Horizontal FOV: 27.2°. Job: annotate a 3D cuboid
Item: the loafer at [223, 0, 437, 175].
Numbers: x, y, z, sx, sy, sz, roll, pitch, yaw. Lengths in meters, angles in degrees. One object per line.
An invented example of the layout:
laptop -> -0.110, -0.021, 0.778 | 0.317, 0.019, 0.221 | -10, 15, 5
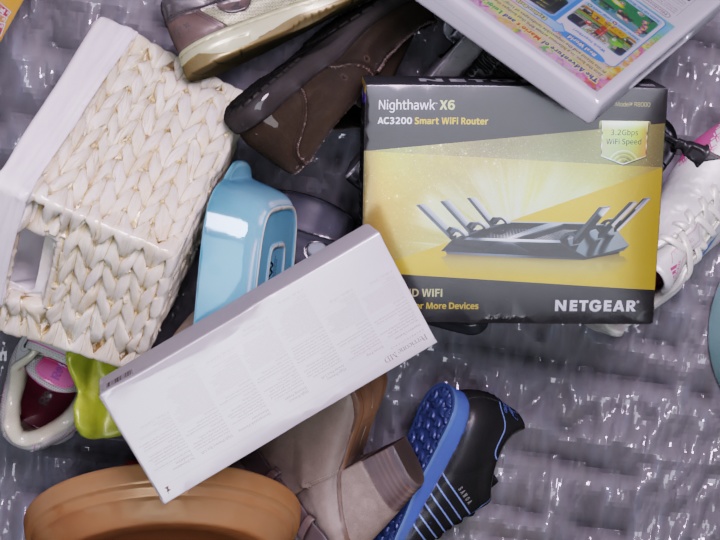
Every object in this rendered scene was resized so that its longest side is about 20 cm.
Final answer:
loafer -> -0.012, -0.131, 1.036 | 0.200, 0.073, 0.072 | -41, 106, -32

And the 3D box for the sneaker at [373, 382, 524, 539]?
sneaker -> 0.056, 0.181, 1.155 | 0.077, 0.070, 0.201 | 18, 112, -27

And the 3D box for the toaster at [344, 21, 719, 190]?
toaster -> 0.113, -0.084, 1.066 | 0.200, 0.119, 0.181 | 39, 100, -10

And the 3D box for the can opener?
can opener -> 0.000, 0.000, 1.074 | 0.199, 0.063, 0.079 | 22, 86, 19

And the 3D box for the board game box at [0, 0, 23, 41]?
board game box -> -0.239, -0.245, 1.028 | 0.030, 0.095, 0.201 | 18, 108, -46

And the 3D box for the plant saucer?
plant saucer -> -0.140, 0.192, 1.064 | 0.198, 0.201, 0.038 | -5, 61, -1

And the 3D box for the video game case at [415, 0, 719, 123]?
video game case -> 0.119, -0.196, 0.985 | 0.199, 0.182, 0.024 | 38, 137, 15

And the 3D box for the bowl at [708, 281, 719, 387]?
bowl -> 0.372, 0.055, 1.119 | 0.199, 0.105, 0.203 | -1, 103, -2

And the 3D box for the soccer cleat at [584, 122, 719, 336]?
soccer cleat -> 0.240, -0.027, 1.102 | 0.070, 0.086, 0.200 | 40, 99, -11

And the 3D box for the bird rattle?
bird rattle -> -0.123, 0.099, 1.092 | 0.112, 0.201, 0.164 | 27, 67, 26

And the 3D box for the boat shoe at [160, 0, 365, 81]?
boat shoe -> -0.047, -0.198, 1.026 | 0.200, 0.072, 0.066 | -31, 97, -25

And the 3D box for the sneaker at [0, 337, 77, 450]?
sneaker -> -0.210, 0.053, 1.101 | 0.081, 0.088, 0.202 | 20, 102, -7

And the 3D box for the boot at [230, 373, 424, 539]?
boot -> -0.043, 0.124, 1.136 | 0.146, 0.070, 0.202 | -30, 75, 26

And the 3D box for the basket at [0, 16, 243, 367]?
basket -> -0.163, -0.050, 1.002 | 0.122, 0.201, 0.136 | 21, 132, -4

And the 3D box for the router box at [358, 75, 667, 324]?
router box -> 0.097, -0.047, 0.986 | 0.198, 0.052, 0.159 | 0, 103, -2

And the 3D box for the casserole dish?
casserole dish -> -0.077, 0.028, 1.012 | 0.038, 0.121, 0.202 | 7, 97, 12

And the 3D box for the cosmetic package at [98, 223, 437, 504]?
cosmetic package -> -0.059, 0.057, 0.939 | 0.199, 0.051, 0.083 | -30, 101, -5
